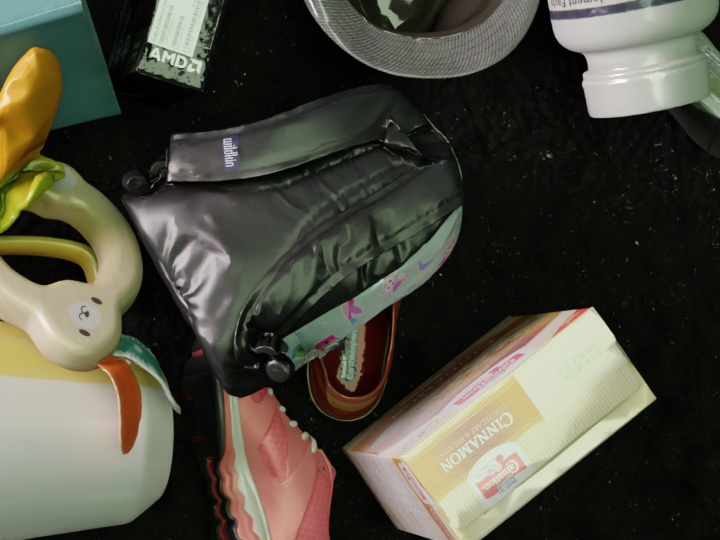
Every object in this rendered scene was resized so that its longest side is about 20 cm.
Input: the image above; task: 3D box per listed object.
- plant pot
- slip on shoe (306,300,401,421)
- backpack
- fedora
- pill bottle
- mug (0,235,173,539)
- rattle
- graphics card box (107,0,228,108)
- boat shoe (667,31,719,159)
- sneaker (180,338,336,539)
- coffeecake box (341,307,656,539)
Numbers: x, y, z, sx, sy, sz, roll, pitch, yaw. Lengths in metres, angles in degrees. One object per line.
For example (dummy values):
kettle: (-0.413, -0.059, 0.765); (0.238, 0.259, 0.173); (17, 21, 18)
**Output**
plant pot: (-0.273, -0.158, 1.401); (0.198, 0.141, 0.142); (-18, 67, -4)
slip on shoe: (0.000, 0.000, 1.501); (0.073, 0.061, 0.202); (6, 85, -9)
backpack: (-0.031, -0.030, 1.417); (0.199, 0.127, 0.168); (-30, 82, -7)
fedora: (0.032, -0.220, 1.502); (0.175, 0.090, 0.202); (-6, 86, -12)
pill bottle: (0.173, -0.206, 1.455); (0.110, 0.111, 0.202); (-13, 100, -11)
mug: (-0.199, 0.086, 1.416); (0.152, 0.149, 0.188); (2, 107, -19)
rattle: (-0.158, -0.011, 1.355); (0.143, 0.130, 0.201); (-48, 59, 26)
graphics card box: (-0.111, -0.211, 1.456); (0.050, 0.125, 0.202); (15, 85, -17)
boat shoe: (0.241, -0.133, 1.550); (0.201, 0.074, 0.065); (38, 80, 2)
sneaker: (-0.062, 0.123, 1.488); (0.086, 0.074, 0.202); (-11, 93, -25)
coffeecake box: (0.084, 0.099, 1.441); (0.153, 0.200, 0.073); (-37, 94, -11)
